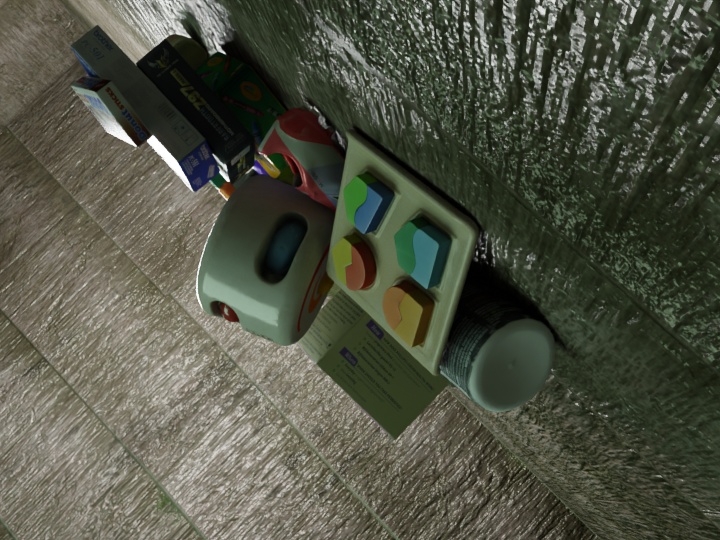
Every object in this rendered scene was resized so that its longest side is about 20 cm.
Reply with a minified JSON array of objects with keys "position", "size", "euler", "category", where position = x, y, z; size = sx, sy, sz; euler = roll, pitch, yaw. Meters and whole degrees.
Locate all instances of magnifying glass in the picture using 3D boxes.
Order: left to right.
[{"position":[-0.194,-0.125,1.123],"size":[0.200,0.022,0.080],"euler":[45,173,-10],"category":"magnifying glass"}]

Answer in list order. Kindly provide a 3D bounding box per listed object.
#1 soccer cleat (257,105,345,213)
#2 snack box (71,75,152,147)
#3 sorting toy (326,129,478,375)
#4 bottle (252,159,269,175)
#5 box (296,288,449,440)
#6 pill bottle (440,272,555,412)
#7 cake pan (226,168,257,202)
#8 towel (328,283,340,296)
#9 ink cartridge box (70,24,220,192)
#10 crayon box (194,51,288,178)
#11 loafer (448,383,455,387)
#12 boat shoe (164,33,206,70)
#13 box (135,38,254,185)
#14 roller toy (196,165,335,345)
[{"position":[-0.030,-0.095,0.973],"size":[0.200,0.076,0.067],"euler":[48,175,-28],"category":"soccer cleat"},{"position":[-0.287,-0.185,0.993],"size":[0.072,0.024,0.200],"euler":[56,167,-26],"category":"snack box"},{"position":[0.028,-0.014,0.860],"size":[0.185,0.036,0.200],"euler":[42,140,35],"category":"sorting toy"},{"position":[-0.084,-0.112,1.276],"size":[0.200,0.084,0.065],"euler":[43,175,20],"category":"bottle"},{"position":[0.045,0.089,1.169],"size":[0.176,0.200,0.097],"euler":[47,176,-29],"category":"box"},{"position":[0.109,0.059,0.933],"size":[0.106,0.106,0.200],"euler":[48,175,-35],"category":"pill bottle"},{"position":[-0.155,-0.071,1.385],"size":[0.037,0.201,0.200],"euler":[-3,151,24],"category":"cake pan"},{"position":[0.000,0.000,1.291],"size":[0.200,0.148,0.037],"euler":[60,-158,-76],"category":"towel"},{"position":[-0.251,-0.189,1.022],"size":[0.200,0.044,0.094],"euler":[47,170,13],"category":"ink cartridge box"},{"position":[-0.126,-0.186,1.135],"size":[0.200,0.058,0.119],"euler":[50,173,-34],"category":"crayon box"},{"position":[0.125,0.087,1.314],"size":[0.076,0.068,0.200],"euler":[37,155,49],"category":"loafer"},{"position":[-0.264,-0.307,1.265],"size":[0.065,0.072,0.200],"euler":[44,-179,2],"category":"boat shoe"},{"position":[-0.202,-0.191,1.094],"size":[0.158,0.051,0.200],"euler":[49,172,-4],"category":"box"},{"position":[-0.097,-0.007,1.035],"size":[0.139,0.200,0.183],"euler":[23,-149,8],"category":"roller toy"}]
